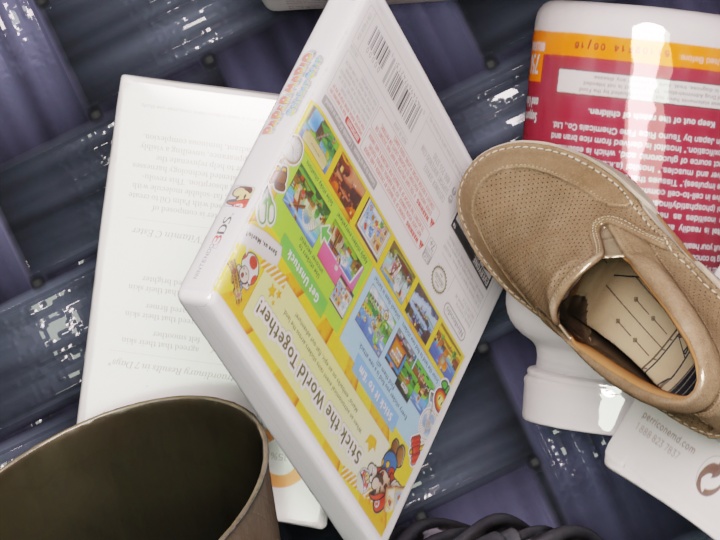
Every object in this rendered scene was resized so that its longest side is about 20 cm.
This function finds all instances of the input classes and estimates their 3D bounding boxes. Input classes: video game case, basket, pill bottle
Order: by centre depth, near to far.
[{"bbox_3d":[-0.094,0.187,1.360,0.180,0.136,0.200,-37,128,-26],"label":"basket"},{"bbox_3d":[0.000,0.000,1.367,0.023,0.200,0.182,7,56,31],"label":"video game case"},{"bbox_3d":[0.129,-0.024,1.423,0.112,0.113,0.201,6,93,1],"label":"pill bottle"}]

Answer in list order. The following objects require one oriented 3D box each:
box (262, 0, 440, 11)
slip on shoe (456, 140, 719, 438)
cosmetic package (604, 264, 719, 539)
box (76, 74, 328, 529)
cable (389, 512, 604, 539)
[{"bbox_3d":[0.037,-0.232,1.377,0.199,0.171,0.200,-5,87,1],"label":"box"},{"bbox_3d":[0.105,0.005,1.327,0.200,0.060,0.076,46,116,34],"label":"slip on shoe"},{"bbox_3d":[0.257,0.085,1.361,0.200,0.165,0.165,30,94,-34],"label":"cosmetic package"},{"bbox_3d":[-0.063,0.013,1.438,0.124,0.097,0.201,8,93,1],"label":"box"},{"bbox_3d":[0.077,0.157,1.406,0.199,0.163,0.051,13,114,-9],"label":"cable"}]
